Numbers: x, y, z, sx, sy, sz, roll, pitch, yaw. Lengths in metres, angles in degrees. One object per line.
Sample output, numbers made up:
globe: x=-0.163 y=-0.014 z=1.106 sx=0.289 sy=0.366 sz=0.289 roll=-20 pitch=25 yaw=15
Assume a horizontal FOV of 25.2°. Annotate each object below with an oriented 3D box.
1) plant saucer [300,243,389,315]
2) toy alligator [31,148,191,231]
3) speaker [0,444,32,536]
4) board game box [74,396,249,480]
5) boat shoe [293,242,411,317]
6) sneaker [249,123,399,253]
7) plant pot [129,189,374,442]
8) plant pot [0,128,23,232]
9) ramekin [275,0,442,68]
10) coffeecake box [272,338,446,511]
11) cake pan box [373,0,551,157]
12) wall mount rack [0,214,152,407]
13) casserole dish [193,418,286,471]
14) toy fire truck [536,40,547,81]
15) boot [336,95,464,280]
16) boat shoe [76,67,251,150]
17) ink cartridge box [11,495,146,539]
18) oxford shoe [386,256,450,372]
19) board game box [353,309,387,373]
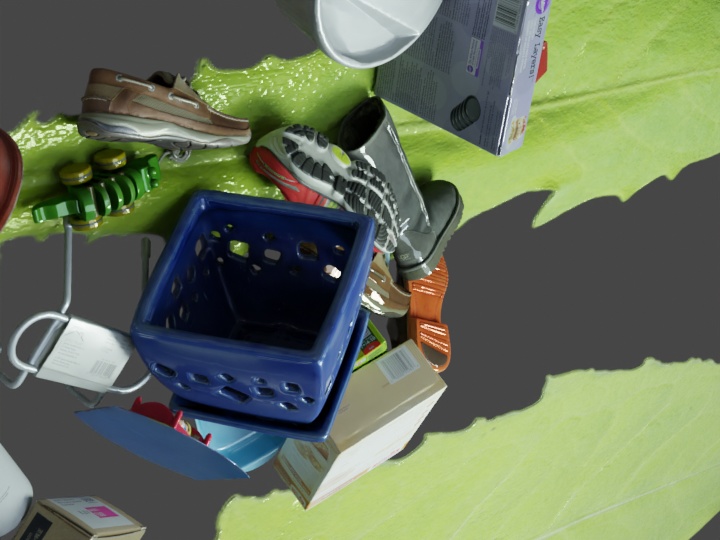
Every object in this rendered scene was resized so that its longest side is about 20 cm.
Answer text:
plant saucer: x=-0.049 y=0.015 z=1.836 sx=0.201 sy=0.039 sz=0.201 roll=-32 pitch=137 yaw=-35
toy alligator: x=-0.220 y=-0.084 z=1.525 sx=0.200 sy=0.054 sz=0.059 roll=-29 pitch=121 yaw=-40
speaker: x=-0.380 y=0.171 z=1.504 sx=0.081 sy=0.081 sz=0.200 roll=-45 pitch=143 yaw=-19
board game box: x=-0.197 y=0.161 z=1.638 sx=0.158 sy=0.200 sz=0.039 roll=32 pitch=68 yaw=-21
boat shoe: x=0.000 y=0.000 z=1.788 sx=0.200 sy=0.076 sz=0.074 roll=22 pitch=94 yaw=-56
sneaker: x=-0.036 y=-0.085 z=1.713 sx=0.200 sy=0.085 sz=0.077 roll=41 pitch=51 yaw=-31
plant pot: x=-0.099 y=0.056 z=1.629 sx=0.180 sy=0.200 sz=0.200 roll=85 pitch=19 yaw=-50
plant pot: x=-0.392 y=-0.097 z=1.209 sx=0.201 sy=0.201 sz=0.195 roll=-49 pitch=136 yaw=-14
ramekin: x=-0.003 y=-0.310 z=1.600 sx=0.202 sy=0.094 sz=0.202 roll=-31 pitch=137 yaw=-35
coffeecake box: x=-0.004 y=0.180 z=1.850 sx=0.153 sy=0.073 sz=0.200 roll=-30 pitch=164 yaw=-26
cake pan box: x=0.105 y=-0.246 z=1.705 sx=0.052 sy=0.184 sz=0.200 roll=-26 pitch=133 yaw=-44
wall mount rack: x=-0.268 y=0.042 z=1.560 sx=0.174 sy=0.075 sz=0.200 roll=-58 pitch=146 yaw=5
casserole dish: x=-0.135 y=0.152 z=1.808 sx=0.121 sy=0.039 sz=0.200 roll=-29 pitch=143 yaw=-17
toy fire truck: x=0.146 y=-0.274 z=1.852 sx=0.141 sy=0.049 sz=0.200 roll=-43 pitch=141 yaw=-22
boot: x=0.043 y=-0.111 z=1.830 sx=0.200 sy=0.073 sz=0.182 roll=58 pitch=28 yaw=-28
boat shoe: x=-0.178 y=-0.153 z=1.517 sx=0.200 sy=0.076 sz=0.072 roll=3 pitch=88 yaw=-52
ink cartridge box: x=-0.314 y=0.316 z=1.641 sx=0.165 sy=0.075 sz=0.200 roll=-58 pitch=170 yaw=-2
oxford shoe: x=0.057 y=0.035 z=1.913 sx=0.071 sy=0.073 sz=0.200 roll=22 pitch=55 yaw=-35
board game box: x=-0.019 y=0.114 z=1.854 sx=0.102 sy=0.048 sz=0.200 roll=-35 pitch=165 yaw=-5
